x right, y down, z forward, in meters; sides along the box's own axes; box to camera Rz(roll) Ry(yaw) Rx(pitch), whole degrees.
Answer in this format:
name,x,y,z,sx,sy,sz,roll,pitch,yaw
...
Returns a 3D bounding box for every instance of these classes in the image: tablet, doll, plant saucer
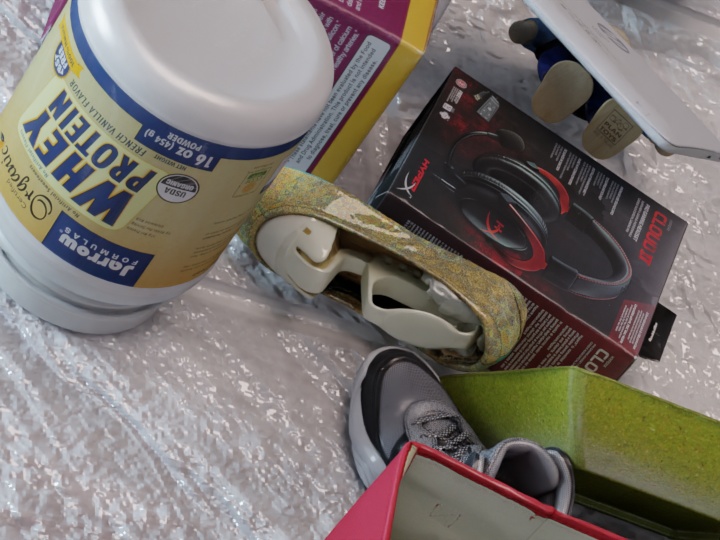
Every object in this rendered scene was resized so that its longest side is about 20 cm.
name,x,y,z,sx,sy,sz,roll,pitch,yaw
tablet,0.147,-0.143,1.725,0.200,0.014,0.130,49,17,17
doll,0.155,-0.121,1.799,0.136,0.048,0.200,36,17,-5
plant saucer,0.158,0.111,1.555,0.200,0.200,0.048,21,80,-18

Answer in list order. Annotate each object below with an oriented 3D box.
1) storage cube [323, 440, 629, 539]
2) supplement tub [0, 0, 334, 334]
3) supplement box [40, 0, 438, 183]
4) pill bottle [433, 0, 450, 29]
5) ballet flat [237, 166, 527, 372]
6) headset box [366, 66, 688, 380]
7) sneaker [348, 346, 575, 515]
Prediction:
name,x,y,z,sx,sy,sz,roll,pitch,yaw
storage cube,0.041,0.226,1.342,0.171,0.180,0.200,25,43,-14
supplement tub,-0.117,-0.072,1.485,0.144,0.200,0.144,19,44,-20
supplement box,-0.069,-0.160,1.655,0.200,0.131,0.103,27,41,-13
pill bottle,-0.037,-0.219,1.745,0.200,0.112,0.112,28,42,-10
ballet flat,0.000,0.000,1.587,0.200,0.071,0.071,26,41,2
headset box,0.103,-0.010,1.678,0.200,0.075,0.149,34,40,-4
sneaker,0.060,0.107,1.508,0.075,0.114,0.200,-3,56,-28
